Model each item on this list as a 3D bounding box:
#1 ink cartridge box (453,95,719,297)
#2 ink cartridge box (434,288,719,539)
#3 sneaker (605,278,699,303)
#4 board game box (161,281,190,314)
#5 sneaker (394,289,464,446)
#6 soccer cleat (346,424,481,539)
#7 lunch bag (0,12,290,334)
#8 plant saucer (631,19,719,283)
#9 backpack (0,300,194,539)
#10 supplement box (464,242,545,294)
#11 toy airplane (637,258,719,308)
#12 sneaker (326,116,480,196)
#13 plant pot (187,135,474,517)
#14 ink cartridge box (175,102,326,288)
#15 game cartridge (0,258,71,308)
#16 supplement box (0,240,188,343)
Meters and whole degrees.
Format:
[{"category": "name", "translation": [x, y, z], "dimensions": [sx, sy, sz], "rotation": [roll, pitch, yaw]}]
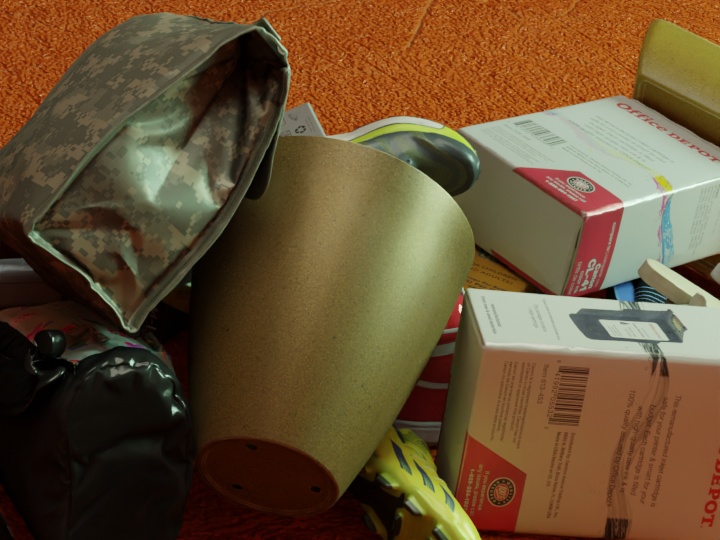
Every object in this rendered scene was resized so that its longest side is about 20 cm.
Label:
[{"category": "ink cartridge box", "translation": [0.183, -0.061, 1.697], "dimensions": [0.200, 0.086, 0.148], "rotation": [-13, 37, -41]}, {"category": "ink cartridge box", "translation": [0.162, 0.100, 1.452], "dimensions": [0.199, 0.145, 0.084], "rotation": [4, 26, -9]}, {"category": "sneaker", "translation": [0.231, 0.053, 1.646], "dimensions": [0.078, 0.070, 0.200], "rotation": [4, 27, 0]}, {"category": "board game box", "translation": [-0.067, 0.027, 1.573], "dimensions": [0.200, 0.030, 0.096], "rotation": [24, 24, -17]}, {"category": "sneaker", "translation": [0.104, 0.063, 1.539], "dimensions": [0.199, 0.113, 0.071], "rotation": [-2, 30, -21]}, {"category": "soccer cleat", "translation": [0.026, 0.135, 1.429], "dimensions": [0.084, 0.065, 0.200], "rotation": [-18, 36, -32]}, {"category": "lunch bag", "translation": [-0.135, -0.076, 1.348], "dimensions": [0.118, 0.200, 0.164], "rotation": [45, -11, -26]}, {"category": "plant saucer", "translation": [0.284, -0.080, 1.774], "dimensions": [0.048, 0.201, 0.200], "rotation": [-21, 39, -38]}, {"category": "backpack", "translation": [-0.180, 0.098, 1.366], "dimensions": [0.126, 0.167, 0.200], "rotation": [1, 16, -27]}, {"category": "supplement box", "translation": [0.099, 0.021, 1.670], "dimensions": [0.066, 0.069, 0.200], "rotation": [20, 27, 16]}, {"category": "toy airplane", "translation": [0.304, 0.069, 1.567], "dimensions": [0.200, 0.141, 0.199], "rotation": [29, -4, 28]}, {"category": "sneaker", "translation": [-0.008, -0.061, 1.599], "dimensions": [0.199, 0.074, 0.081], "rotation": [-6, 40, -5]}, {"category": "plant pot", "translation": [-0.035, 0.048, 1.377], "dimensions": [0.186, 0.187, 0.200], "rotation": [11, 54, 5]}, {"category": "ink cartridge box", "translation": [-0.110, -0.044, 1.521], "dimensions": [0.199, 0.039, 0.100], "rotation": [-21, 42, -3]}, {"category": "game cartridge", "translation": [-0.270, 0.012, 1.505], "dimensions": [0.133, 0.041, 0.200], "rotation": [-6, 0, -15]}, {"category": "supplement box", "translation": [-0.197, -0.021, 1.667], "dimensions": [0.200, 0.061, 0.109], "rotation": [24, 31, 24]}]
